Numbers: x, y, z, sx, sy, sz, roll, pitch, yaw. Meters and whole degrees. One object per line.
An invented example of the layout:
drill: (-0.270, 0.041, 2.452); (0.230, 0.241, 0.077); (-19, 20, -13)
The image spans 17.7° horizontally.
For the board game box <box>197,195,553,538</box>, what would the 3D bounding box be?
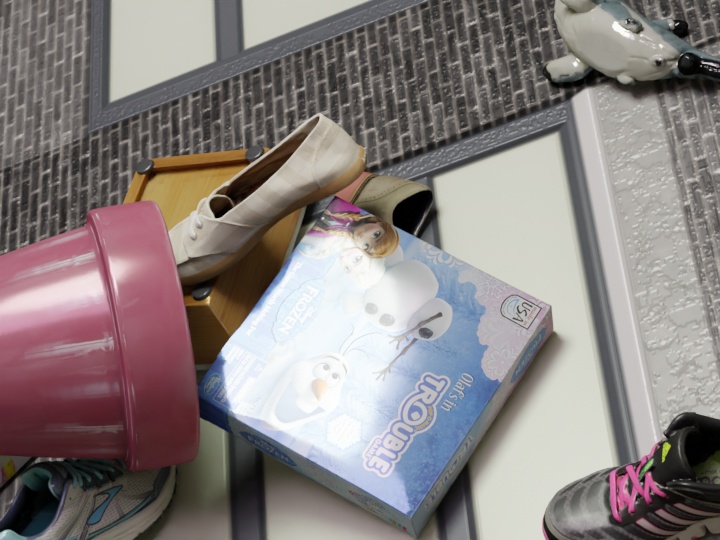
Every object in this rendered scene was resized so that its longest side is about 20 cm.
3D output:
board game box: (0.010, 0.068, 1.731); (0.198, 0.043, 0.200); (27, 67, 19)

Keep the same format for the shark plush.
shark plush: (0.231, -0.197, 1.870); (0.083, 0.091, 0.199); (-26, 28, -38)

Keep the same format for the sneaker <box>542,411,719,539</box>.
sneaker: (0.210, 0.140, 1.561); (0.199, 0.088, 0.074); (-14, 46, 21)

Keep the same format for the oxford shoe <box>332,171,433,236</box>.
oxford shoe: (0.000, 0.000, 1.828); (0.074, 0.071, 0.201); (2, 54, 28)

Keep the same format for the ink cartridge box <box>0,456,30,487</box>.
ink cartridge box: (-0.336, 0.110, 1.875); (0.200, 0.145, 0.084); (-45, 44, -12)

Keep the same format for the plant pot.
plant pot: (-0.225, 0.058, 1.725); (0.178, 0.201, 0.200); (-9, 42, -12)

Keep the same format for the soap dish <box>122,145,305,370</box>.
soap dish: (-0.139, -0.012, 1.913); (0.157, 0.081, 0.201); (-4, 50, 29)

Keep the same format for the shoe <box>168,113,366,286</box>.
shoe: (-0.089, -0.057, 1.809); (0.199, 0.053, 0.070); (-32, 36, 17)

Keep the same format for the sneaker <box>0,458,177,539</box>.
sneaker: (-0.214, 0.175, 1.766); (0.077, 0.087, 0.200); (7, 38, 36)
